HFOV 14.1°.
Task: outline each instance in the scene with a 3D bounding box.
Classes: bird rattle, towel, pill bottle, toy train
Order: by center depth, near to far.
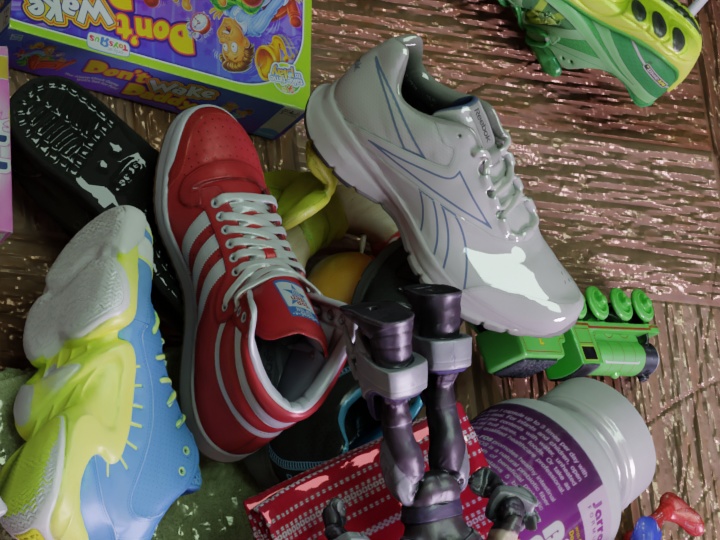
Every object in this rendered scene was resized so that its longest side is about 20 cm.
[{"bbox_3d":[0.035,0.189,1.578,0.144,0.022,0.201,-23,90,-24],"label":"towel"},{"bbox_3d":[-0.127,0.117,1.626,0.199,0.036,0.149,-9,75,-36],"label":"towel"},{"bbox_3d":[0.082,0.144,1.699,0.200,0.112,0.112,-34,89,-37],"label":"pill bottle"},{"bbox_3d":[0.000,0.000,1.746,0.200,0.112,0.164,24,69,-37],"label":"bird rattle"},{"bbox_3d":[0.130,0.040,1.781,0.200,0.042,0.057,4,62,-56],"label":"toy train"}]

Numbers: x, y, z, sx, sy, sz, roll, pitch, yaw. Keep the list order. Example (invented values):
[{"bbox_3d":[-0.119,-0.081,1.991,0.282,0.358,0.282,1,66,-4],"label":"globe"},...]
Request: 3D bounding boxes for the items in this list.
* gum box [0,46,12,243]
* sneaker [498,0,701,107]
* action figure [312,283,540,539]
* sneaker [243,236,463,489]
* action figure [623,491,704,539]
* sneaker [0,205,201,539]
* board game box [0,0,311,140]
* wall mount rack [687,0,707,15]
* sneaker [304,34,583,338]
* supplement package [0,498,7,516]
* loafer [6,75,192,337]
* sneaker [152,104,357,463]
[{"bbox_3d":[-0.294,-0.074,1.586,0.199,0.066,0.114,8,66,-29],"label":"gum box"},{"bbox_3d":[0.122,-0.170,1.890,0.200,0.084,0.074,32,33,6],"label":"sneaker"},{"bbox_3d":[0.036,0.111,1.545,0.130,0.069,0.201,-12,100,-34],"label":"action figure"},{"bbox_3d":[0.021,0.054,1.658,0.200,0.082,0.073,-52,123,-26],"label":"sneaker"},{"bbox_3d":[0.151,0.190,1.710,0.052,0.065,0.200,50,29,6],"label":"action figure"},{"bbox_3d":[-0.132,0.069,1.584,0.105,0.076,0.201,32,62,-33],"label":"sneaker"},{"bbox_3d":[-0.125,-0.169,1.750,0.199,0.045,0.135,14,62,-27],"label":"board game box"},{"bbox_3d":[0.287,-0.171,2.002,0.200,0.075,0.174,41,50,-11],"label":"wall mount rack"},{"bbox_3d":[0.056,-0.046,1.642,0.200,0.087,0.074,47,35,3],"label":"sneaker"},{"bbox_3d":[-0.302,0.120,1.461,0.200,0.117,0.117,-22,82,-37],"label":"supplement package"},{"bbox_3d":[-0.127,-0.027,1.667,0.200,0.071,0.073,47,59,-1],"label":"loafer"},{"bbox_3d":[-0.057,-0.004,1.583,0.071,0.112,0.201,0,76,-29],"label":"sneaker"}]
